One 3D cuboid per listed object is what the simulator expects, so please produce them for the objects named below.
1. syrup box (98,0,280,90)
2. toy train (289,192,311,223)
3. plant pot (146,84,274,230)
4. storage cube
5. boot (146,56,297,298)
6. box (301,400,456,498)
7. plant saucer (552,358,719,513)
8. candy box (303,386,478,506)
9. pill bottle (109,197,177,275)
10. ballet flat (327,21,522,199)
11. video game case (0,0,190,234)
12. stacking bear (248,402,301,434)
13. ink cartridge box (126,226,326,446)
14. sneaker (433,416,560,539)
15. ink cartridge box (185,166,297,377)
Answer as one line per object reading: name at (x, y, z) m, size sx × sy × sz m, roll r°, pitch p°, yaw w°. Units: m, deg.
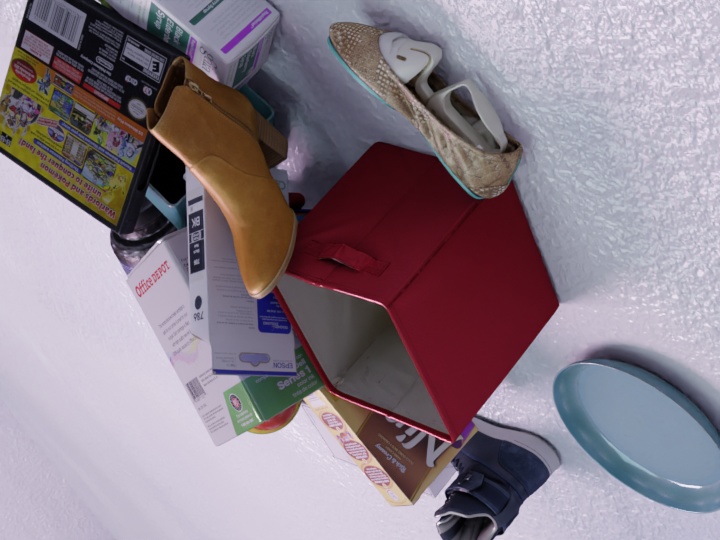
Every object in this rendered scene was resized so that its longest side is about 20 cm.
syrup box at (-0.175, -0.259, 1.220) m, size 0.200 × 0.081 × 0.079 m, roll 43°, pitch 155°, yaw 6°
toy train at (-0.103, -0.039, 1.356) m, size 0.198 × 0.115 × 0.086 m, roll 4°, pitch 94°, yaw 38°
plant pot at (-0.177, -0.118, 1.362) m, size 0.141 × 0.141 × 0.200 m, roll 43°, pitch 166°, yaw 15°
storage cube at (0.049, 0.015, 1.194) m, size 0.170 × 0.180 × 0.201 m, roll 16°, pitch 145°, yaw 44°
boot at (-0.127, -0.083, 1.140) m, size 0.070 × 0.203 × 0.143 m, roll -32°, pitch 134°, yaw 32°
box at (0.022, 0.207, 1.668) m, size 0.199 × 0.060 × 0.117 m, roll 11°, pitch 140°, yaw 48°
plant saucer at (0.274, 0.154, 1.253) m, size 0.199 × 0.027 × 0.201 m, roll 35°, pitch 154°, yaw 20°
candy box at (0.019, 0.134, 1.364) m, size 0.201 × 0.117 × 0.056 m, roll 51°, pitch 153°, yaw -8°
pill bottle at (-0.251, -0.024, 1.657) m, size 0.111 × 0.112 × 0.201 m, roll 22°, pitch 148°, yaw 37°
ballet flat at (0.060, -0.148, 1.081) m, size 0.200 × 0.071 × 0.065 m, roll 43°, pitch 128°, yaw -5°
video game case at (-0.265, -0.161, 1.249) m, size 0.199 × 0.025 × 0.183 m, roll 32°, pitch 111°, yaw 26°
stacking bear at (-0.123, 0.151, 1.631) m, size 0.200 × 0.120 × 0.115 m, roll -177°, pitch 68°, yaw -83°
ink cartridge box at (-0.139, 0.060, 1.305) m, size 0.202 × 0.083 × 0.145 m, roll 61°, pitch 150°, yaw 3°
sneaker at (0.115, 0.243, 1.490) m, size 0.077 × 0.146 × 0.201 m, roll 52°, pitch 155°, yaw -24°
ink cartridge box at (-0.111, 0.001, 1.214) m, size 0.099 × 0.203 × 0.039 m, roll 7°, pitch 164°, yaw -39°
